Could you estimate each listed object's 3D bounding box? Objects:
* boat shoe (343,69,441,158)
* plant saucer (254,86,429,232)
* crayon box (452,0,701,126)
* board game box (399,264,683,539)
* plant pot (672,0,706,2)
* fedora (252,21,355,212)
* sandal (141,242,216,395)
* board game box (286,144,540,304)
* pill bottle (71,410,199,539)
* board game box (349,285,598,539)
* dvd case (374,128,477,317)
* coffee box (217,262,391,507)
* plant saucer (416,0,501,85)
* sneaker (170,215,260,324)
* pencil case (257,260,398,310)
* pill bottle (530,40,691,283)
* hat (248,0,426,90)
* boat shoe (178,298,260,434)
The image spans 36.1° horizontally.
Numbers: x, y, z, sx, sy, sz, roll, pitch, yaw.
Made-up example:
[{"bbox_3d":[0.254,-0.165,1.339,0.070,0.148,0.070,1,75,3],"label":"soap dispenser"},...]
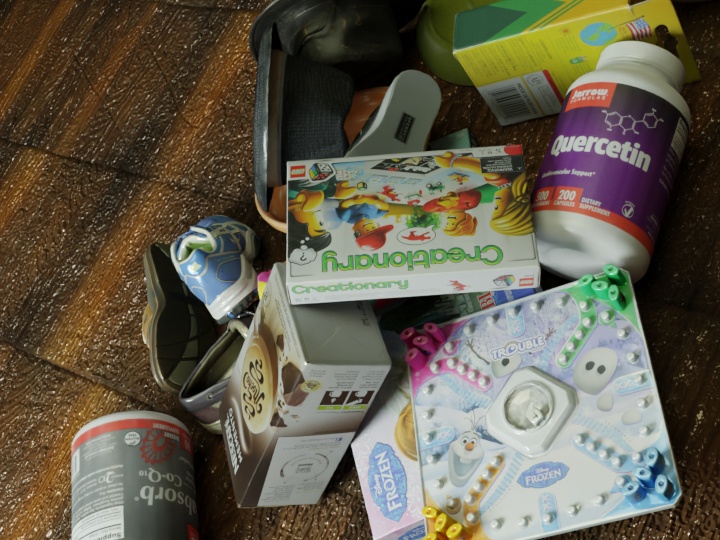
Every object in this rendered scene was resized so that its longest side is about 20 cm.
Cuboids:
[{"bbox_3d":[0.016,-0.103,1.023,0.066,0.070,0.200,-49,16,53],"label":"boat shoe"},{"bbox_3d":[-0.015,-0.107,1.133,0.200,0.037,0.200,-21,40,19],"label":"plant saucer"},{"bbox_3d":[0.202,-0.207,1.027,0.200,0.127,0.051,-9,58,26],"label":"crayon box"},{"bbox_3d":[0.130,0.107,0.865,0.200,0.026,0.200,-19,55,21],"label":"board game box"},{"bbox_3d":[0.312,-0.357,1.019,0.200,0.200,0.179,-14,72,25],"label":"plant pot"},{"bbox_3d":[-0.051,-0.146,1.065,0.091,0.201,0.201,2,59,-1],"label":"fedora"},{"bbox_3d":[-0.202,0.054,1.157,0.055,0.082,0.200,-44,46,27],"label":"sandal"},{"bbox_3d":[0.039,-0.039,0.902,0.200,0.035,0.126,-4,56,2],"label":"board game box"},{"bbox_3d":[-0.207,0.241,1.019,0.116,0.116,0.200,-24,53,18],"label":"pill bottle"},{"bbox_3d":[0.082,0.107,0.938,0.199,0.041,0.200,-28,52,16],"label":"board game box"},{"bbox_3d":[0.056,-0.035,1.083,0.146,0.022,0.200,-19,55,22],"label":"dvd case"},{"bbox_3d":[-0.055,0.103,0.958,0.113,0.080,0.200,-110,33,-41],"label":"coffee box"},{"bbox_3d":[0.143,-0.288,1.175,0.200,0.031,0.200,-16,55,24],"label":"plant saucer"},{"bbox_3d":[-0.151,-0.022,1.141,0.076,0.077,0.200,-42,24,4],"label":"sneaker"},{"bbox_3d":[0.000,0.000,1.020,0.200,0.088,0.088,-28,51,8],"label":"pencil case"},{"bbox_3d":[0.216,-0.093,0.955,0.112,0.112,0.200,8,69,35],"label":"pill bottle"},{"bbox_3d":[-0.011,-0.237,1.157,0.200,0.201,0.081,-28,69,15],"label":"hat"},{"bbox_3d":[-0.101,0.069,1.089,0.200,0.065,0.072,-50,48,-5],"label":"boat shoe"}]
